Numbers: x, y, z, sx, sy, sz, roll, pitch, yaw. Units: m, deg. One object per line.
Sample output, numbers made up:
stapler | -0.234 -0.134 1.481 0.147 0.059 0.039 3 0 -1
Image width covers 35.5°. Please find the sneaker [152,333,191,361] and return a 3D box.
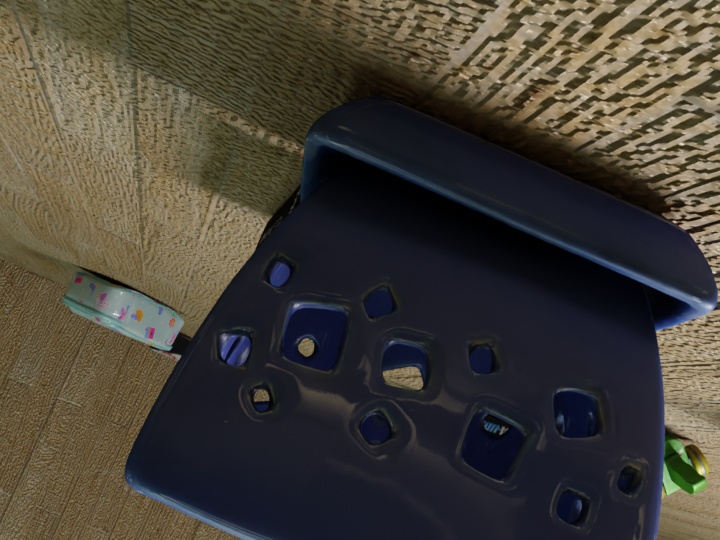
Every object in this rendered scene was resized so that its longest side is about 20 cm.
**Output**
sneaker | -0.416 0.192 2.669 0.201 0.068 0.108 34 167 -34

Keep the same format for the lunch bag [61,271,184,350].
lunch bag | -0.422 0.073 1.998 0.160 0.077 0.200 16 168 37

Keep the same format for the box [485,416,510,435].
box | 0.196 0.240 1.566 0.199 0.046 0.159 14 167 40

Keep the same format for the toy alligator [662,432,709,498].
toy alligator | 0.268 0.175 1.046 0.200 0.059 0.054 125 120 -81

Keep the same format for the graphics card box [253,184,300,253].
graphics card box | 0.000 0.000 0.707 0.125 0.051 0.200 25 171 -8

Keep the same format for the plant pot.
plant pot | 0.029 0.045 0.498 0.199 0.181 0.200 23 171 0
